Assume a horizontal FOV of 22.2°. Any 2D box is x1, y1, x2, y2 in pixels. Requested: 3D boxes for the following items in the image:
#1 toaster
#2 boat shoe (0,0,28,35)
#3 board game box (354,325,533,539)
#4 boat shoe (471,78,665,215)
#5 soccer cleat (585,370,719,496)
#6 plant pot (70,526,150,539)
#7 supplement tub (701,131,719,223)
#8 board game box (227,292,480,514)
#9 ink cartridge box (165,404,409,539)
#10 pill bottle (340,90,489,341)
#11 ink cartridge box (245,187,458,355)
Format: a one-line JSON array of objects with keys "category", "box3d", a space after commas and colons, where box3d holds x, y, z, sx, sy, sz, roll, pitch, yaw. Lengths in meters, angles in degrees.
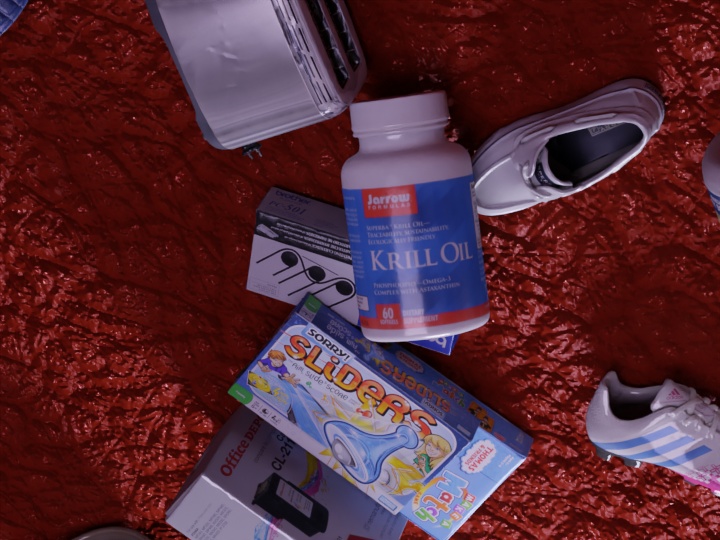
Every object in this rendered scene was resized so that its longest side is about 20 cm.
[{"category": "toaster", "box3d": [-0.081, -0.188, 1.525, 0.129, 0.114, 0.200, -11, 114, 25]}, {"category": "boat shoe", "box3d": [-0.364, -0.219, 1.635, 0.200, 0.072, 0.072, -42, 105, 10]}, {"category": "board game box", "box3d": [0.041, 0.155, 1.749, 0.200, 0.037, 0.151, 36, 127, -3]}, {"category": "boat shoe", "box3d": [0.158, -0.094, 1.521, 0.200, 0.065, 0.074, -32, 107, 35]}, {"category": "soccer cleat", "box3d": [0.296, 0.143, 1.620, 0.200, 0.070, 0.086, 12, 125, 15]}, {"category": "plant pot", "box3d": [-0.253, 0.401, 1.950, 0.200, 0.200, 0.174, -12, 134, 27]}, {"category": "supplement tub", "box3d": [0.362, -0.025, 1.437, 0.144, 0.144, 0.200, -12, 116, 28]}, {"category": "board game box", "box3d": [-0.007, 0.125, 1.701, 0.200, 0.034, 0.135, 36, 129, -5]}, {"category": "ink cartridge box", "box3d": [-0.067, 0.233, 1.774, 0.200, 0.146, 0.083, 36, 126, -4]}, {"category": "pill bottle", "box3d": [0.043, -0.047, 1.543, 0.112, 0.112, 0.200, -6, 97, 24]}, {"category": "ink cartridge box", "box3d": [0.000, 0.000, 1.658, 0.200, 0.044, 0.094, 18, 128, 9]}]
